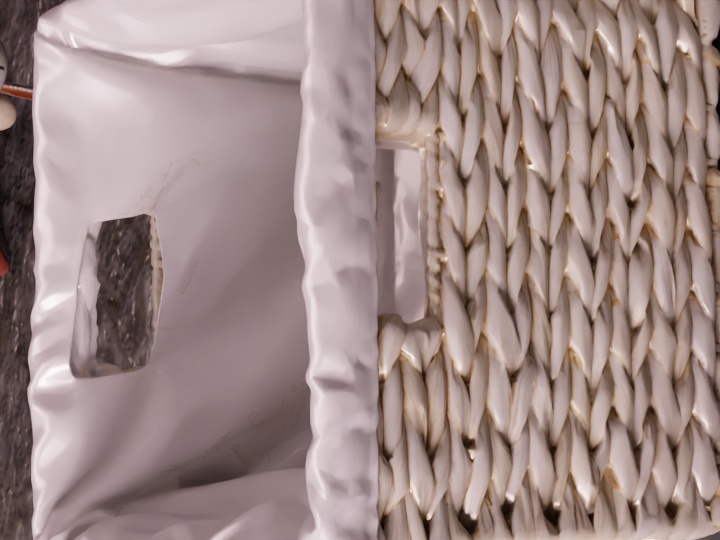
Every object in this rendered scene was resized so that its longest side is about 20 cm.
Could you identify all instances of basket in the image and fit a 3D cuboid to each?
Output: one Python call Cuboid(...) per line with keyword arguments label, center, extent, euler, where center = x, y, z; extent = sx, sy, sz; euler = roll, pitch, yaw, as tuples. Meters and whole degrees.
Cuboid(label="basket", center=(0.000, 0.000, 0.808), extent=(0.200, 0.160, 0.199), euler=(-11, 78, 56))

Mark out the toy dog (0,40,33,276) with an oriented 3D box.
Cuboid(label="toy dog", center=(-0.190, -0.047, 1.169), extent=(0.132, 0.096, 0.200), euler=(-45, 3, -3))
